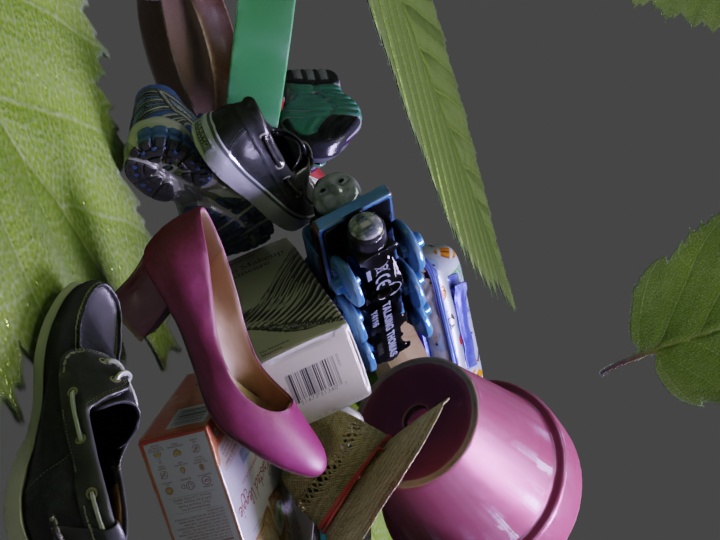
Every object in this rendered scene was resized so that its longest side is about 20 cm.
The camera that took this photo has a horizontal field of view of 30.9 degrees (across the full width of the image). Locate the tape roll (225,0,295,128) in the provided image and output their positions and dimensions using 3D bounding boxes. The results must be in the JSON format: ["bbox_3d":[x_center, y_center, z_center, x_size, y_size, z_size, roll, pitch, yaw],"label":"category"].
[{"bbox_3d":[-0.082,-0.220,1.115,0.200,0.048,0.203,-173,-90,-84],"label":"tape roll"}]

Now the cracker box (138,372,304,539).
[{"bbox_3d":[-0.094,0.187,0.979,0.134,0.057,0.202,-66,142,-72],"label":"cracker box"}]

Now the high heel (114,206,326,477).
[{"bbox_3d":[-0.078,0.053,0.907,0.200,0.096,0.067,43,17,-8],"label":"high heel"}]

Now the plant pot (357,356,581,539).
[{"bbox_3d":[0.087,0.177,1.216,0.179,0.198,0.202,46,32,-48],"label":"plant pot"}]

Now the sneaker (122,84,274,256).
[{"bbox_3d":[-0.128,-0.083,1.067,0.200,0.076,0.086,58,19,-57],"label":"sneaker"}]

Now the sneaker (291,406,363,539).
[{"bbox_3d":[-0.045,0.153,1.128,0.078,0.098,0.202,60,22,-52],"label":"sneaker"}]

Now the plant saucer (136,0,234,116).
[{"bbox_3d":[-0.152,-0.201,1.163,0.200,0.034,0.202,-14,90,-77],"label":"plant saucer"}]

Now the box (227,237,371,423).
[{"bbox_3d":[-0.061,0.047,1.059,0.200,0.081,0.069,-131,-161,-63],"label":"box"}]

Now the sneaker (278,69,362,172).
[{"bbox_3d":[-0.039,-0.118,1.192,0.200,0.074,0.088,-97,-171,-65],"label":"sneaker"}]

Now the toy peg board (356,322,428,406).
[{"bbox_3d":[-0.014,0.065,1.422,0.201,0.097,0.200,62,12,3],"label":"toy peg board"}]

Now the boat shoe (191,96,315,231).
[{"bbox_3d":[-0.068,-0.084,1.046,0.069,0.056,0.200,65,12,19],"label":"boat shoe"}]

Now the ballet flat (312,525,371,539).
[{"bbox_3d":[-0.027,0.212,1.243,0.072,0.071,0.202,-41,125,-75],"label":"ballet flat"}]

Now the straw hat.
[{"bbox_3d":[-0.016,0.158,1.025,0.085,0.202,0.201,34,13,4],"label":"straw hat"}]

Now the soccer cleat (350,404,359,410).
[{"bbox_3d":[-0.014,0.152,1.299,0.201,0.083,0.065,64,18,-46],"label":"soccer cleat"}]

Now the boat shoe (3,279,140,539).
[{"bbox_3d":[-0.160,0.085,0.783,0.201,0.067,0.072,-92,162,-45],"label":"boat shoe"}]

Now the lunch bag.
[{"bbox_3d":[0.065,0.065,1.552,0.075,0.159,0.202,-23,103,-43],"label":"lunch bag"}]

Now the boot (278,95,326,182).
[{"bbox_3d":[-0.076,-0.132,1.350,0.200,0.072,0.146,31,46,-68],"label":"boot"}]

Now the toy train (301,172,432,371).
[{"bbox_3d":[0.000,0.000,1.091,0.115,0.086,0.201,53,-14,31],"label":"toy train"}]
